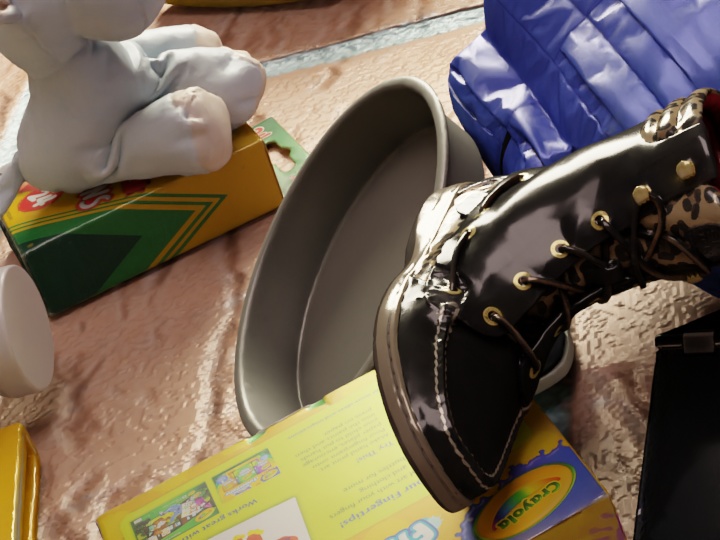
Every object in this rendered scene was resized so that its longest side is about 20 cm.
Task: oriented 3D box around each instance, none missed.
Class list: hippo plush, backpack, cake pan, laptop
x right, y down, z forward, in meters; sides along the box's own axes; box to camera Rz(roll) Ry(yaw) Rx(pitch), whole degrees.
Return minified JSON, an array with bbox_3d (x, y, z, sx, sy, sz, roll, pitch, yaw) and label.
[{"bbox_3d":[-0.171,-0.143,1.239,0.198,0.162,0.160,-15,30,10],"label":"hippo plush"},{"bbox_3d":[0.154,-0.074,1.002,0.168,0.162,0.200,-45,41,5],"label":"backpack"},{"bbox_3d":[0.000,0.000,1.022,0.200,0.037,0.201,-46,30,38],"label":"cake pan"},{"bbox_3d":[0.231,0.077,0.884,0.186,0.117,0.200,-3,5,27],"label":"laptop"}]

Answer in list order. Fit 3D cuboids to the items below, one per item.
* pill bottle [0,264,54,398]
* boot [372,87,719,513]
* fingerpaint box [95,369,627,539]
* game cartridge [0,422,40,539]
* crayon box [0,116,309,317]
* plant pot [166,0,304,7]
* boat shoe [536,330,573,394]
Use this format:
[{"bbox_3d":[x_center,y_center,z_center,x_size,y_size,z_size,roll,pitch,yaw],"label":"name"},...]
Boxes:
[{"bbox_3d":[-0.280,0.056,1.142,0.198,0.105,0.105,-14,30,11],"label":"pill bottle"},{"bbox_3d":[0.090,0.005,0.836,0.150,0.073,0.200,-24,24,24],"label":"boot"},{"bbox_3d":[0.001,0.129,0.873,0.199,0.074,0.167,-28,30,-5],"label":"fingerpaint box"},{"bbox_3d":[-0.261,0.168,1.025,0.199,0.033,0.177,-21,29,5],"label":"game cartridge"},{"bbox_3d":[-0.133,-0.057,1.290,0.199,0.051,0.127,-26,30,-11],"label":"crayon box"},{"bbox_3d":[-0.054,-0.318,1.546,0.176,0.201,0.200,21,48,35],"label":"plant pot"},{"bbox_3d":[0.059,-0.001,1.065,0.074,0.062,0.200,-19,30,0],"label":"boat shoe"}]
